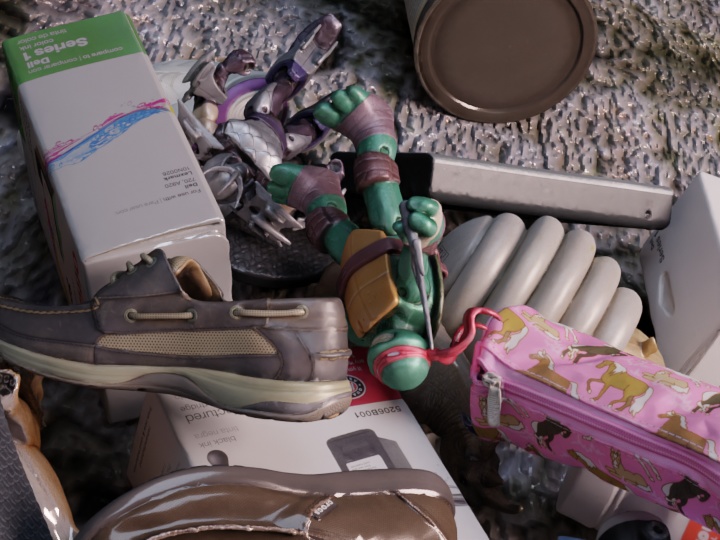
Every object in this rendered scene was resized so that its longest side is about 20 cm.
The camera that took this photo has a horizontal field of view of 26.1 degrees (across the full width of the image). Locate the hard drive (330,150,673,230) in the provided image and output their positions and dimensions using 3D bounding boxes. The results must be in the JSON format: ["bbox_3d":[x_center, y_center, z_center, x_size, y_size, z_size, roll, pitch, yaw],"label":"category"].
[{"bbox_3d":[0.095,-0.055,1.080,0.199,0.033,0.139,5,2,-30],"label":"hard drive"}]

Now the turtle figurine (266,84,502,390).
[{"bbox_3d":[0.000,0.000,0.872,0.100,0.149,0.201,33,31,-41],"label":"turtle figurine"}]

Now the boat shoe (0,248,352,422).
[{"bbox_3d":[-0.097,0.027,0.795,0.198,0.074,0.074,9,0,10],"label":"boat shoe"}]

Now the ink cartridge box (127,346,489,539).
[{"bbox_3d":[-0.020,0.146,0.832,0.144,0.084,0.200,-7,45,-30],"label":"ink cartridge box"}]

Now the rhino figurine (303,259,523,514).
[{"bbox_3d":[0.035,0.068,0.943,0.060,0.088,0.200,-20,62,-35],"label":"rhino figurine"}]

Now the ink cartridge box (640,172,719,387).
[{"bbox_3d":[0.307,0.033,1.073,0.199,0.084,0.145,18,38,-15],"label":"ink cartridge box"}]

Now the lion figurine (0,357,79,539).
[{"bbox_3d":[-0.170,0.120,0.806,0.072,0.123,0.201,-22,68,-10],"label":"lion figurine"}]

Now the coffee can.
[{"bbox_3d":[0.104,-0.240,1.286,0.145,0.147,0.201,8,40,-14],"label":"coffee can"}]

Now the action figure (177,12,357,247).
[{"bbox_3d":[-0.057,-0.095,1.019,0.131,0.069,0.200,55,31,-14],"label":"action figure"}]

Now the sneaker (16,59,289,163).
[{"bbox_3d":[-0.152,-0.104,1.097,0.199,0.075,0.099,-13,26,-31],"label":"sneaker"}]

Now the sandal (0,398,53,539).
[{"bbox_3d":[-0.199,0.066,0.725,0.201,0.043,0.076,67,12,22],"label":"sandal"}]

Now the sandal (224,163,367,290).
[{"bbox_3d":[-0.044,-0.021,1.059,0.075,0.045,0.200,32,26,6],"label":"sandal"}]

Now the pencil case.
[{"bbox_3d":[0.149,0.085,0.825,0.199,0.083,0.087,22,51,34],"label":"pencil case"}]

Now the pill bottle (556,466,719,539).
[{"bbox_3d":[0.222,0.145,0.914,0.199,0.112,0.112,24,39,5],"label":"pill bottle"}]

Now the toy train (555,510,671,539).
[{"bbox_3d":[0.142,0.214,0.797,0.086,0.115,0.201,12,40,-10],"label":"toy train"}]

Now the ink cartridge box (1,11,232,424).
[{"bbox_3d":[-0.144,-0.033,0.930,0.083,0.145,0.201,-15,49,-15],"label":"ink cartridge box"}]

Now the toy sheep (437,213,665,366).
[{"bbox_3d":[0.106,0.025,0.996,0.199,0.138,0.138,29,39,3],"label":"toy sheep"}]

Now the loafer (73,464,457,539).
[{"bbox_3d":[-0.037,0.135,0.714,0.199,0.073,0.071,-4,44,-23],"label":"loafer"}]
